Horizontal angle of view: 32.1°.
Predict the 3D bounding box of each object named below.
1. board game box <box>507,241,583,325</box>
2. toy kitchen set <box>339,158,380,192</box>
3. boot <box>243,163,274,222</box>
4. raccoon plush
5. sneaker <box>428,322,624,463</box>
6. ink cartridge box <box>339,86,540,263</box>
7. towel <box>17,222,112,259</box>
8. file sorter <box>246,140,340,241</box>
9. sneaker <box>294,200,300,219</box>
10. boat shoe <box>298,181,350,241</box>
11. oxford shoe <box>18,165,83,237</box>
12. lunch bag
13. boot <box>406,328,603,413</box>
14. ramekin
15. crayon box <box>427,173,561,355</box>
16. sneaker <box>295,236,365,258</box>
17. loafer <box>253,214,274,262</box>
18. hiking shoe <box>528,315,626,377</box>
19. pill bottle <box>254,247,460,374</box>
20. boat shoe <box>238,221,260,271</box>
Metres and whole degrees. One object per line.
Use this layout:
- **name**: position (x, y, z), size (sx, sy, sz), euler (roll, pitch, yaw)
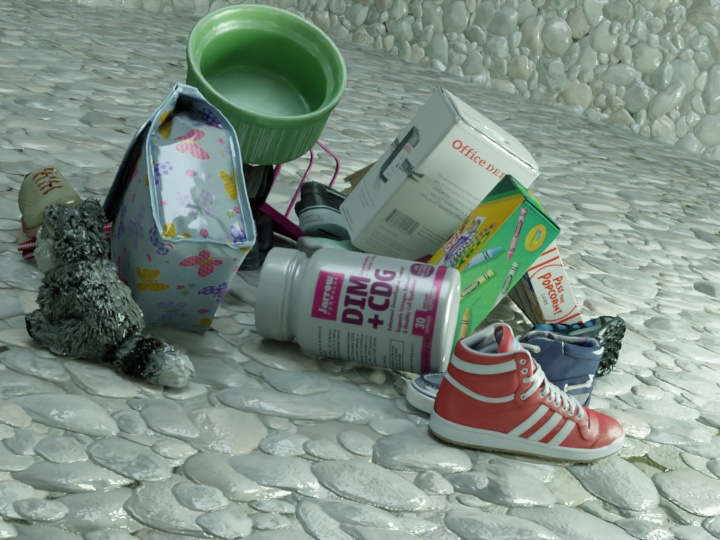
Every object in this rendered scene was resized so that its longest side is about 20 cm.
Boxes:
- **board game box**: position (0.206, -0.006, 1.543), size (0.046, 0.152, 0.200), euler (-24, 22, -2)
- **toy kitchen set**: position (0.080, -0.079, 1.827), size (0.199, 0.182, 0.163), euler (-24, -3, 26)
- **boot**: position (-0.163, -0.132, 1.568), size (0.130, 0.201, 0.068), euler (8, -20, 21)
- **raccoon plush**: position (-0.229, 0.013, 1.183), size (0.198, 0.135, 0.097), euler (16, 16, 12)
- **sneaker**: position (0.170, 0.114, 1.184), size (0.198, 0.113, 0.071), euler (7, 18, -17)
- **ink cartridge box**: position (0.093, -0.096, 1.493), size (0.145, 0.200, 0.085), euler (28, 25, -33)
- **towel**: position (-0.284, -0.052, 1.452), size (0.144, 0.023, 0.200), euler (-9, 10, 23)
- **file sorter**: position (-0.148, -0.141, 1.679), size (0.199, 0.126, 0.139), euler (22, -7, 32)
- **sneaker**: position (0.006, -0.078, 1.754), size (0.198, 0.080, 0.074), euler (10, 18, -4)
- **boat shoe**: position (-0.015, -0.068, 1.617), size (0.072, 0.072, 0.200), euler (-10, -16, 22)
- **oxford shoe**: position (-0.357, -0.080, 1.422), size (0.070, 0.074, 0.200), euler (-17, 11, -26)
- **lunch bag**: position (-0.195, -0.063, 1.273), size (0.126, 0.170, 0.201), euler (6, 55, -24)
- **boot**: position (0.145, 0.100, 1.250), size (0.198, 0.091, 0.073), euler (6, 18, -22)
- **ramekin**: position (-0.123, -0.225, 1.541), size (0.198, 0.098, 0.201), euler (10, 50, -12)
- **crayon box**: position (0.127, -0.004, 1.391), size (0.058, 0.200, 0.119), euler (38, 11, -14)
- **sneaker**: position (0.000, 0.000, 1.493), size (0.117, 0.074, 0.200), euler (0, 17, -16)
- **loafer**: position (-0.188, -0.069, 1.609), size (0.199, 0.063, 0.072), euler (23, 21, 30)
- **hiking shoe**: position (0.232, 0.080, 1.408), size (0.086, 0.075, 0.199), euler (24, 20, 32)
- **pill bottle**: position (-0.002, 0.038, 1.295), size (0.198, 0.114, 0.113), euler (9, 16, 9)
- **boat shoe**: position (-0.200, -0.020, 1.440), size (0.199, 0.068, 0.072), euler (-4, 15, 29)
